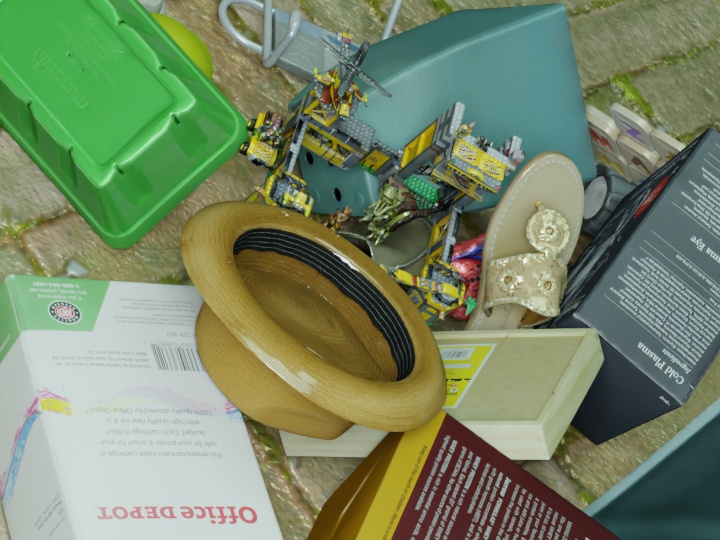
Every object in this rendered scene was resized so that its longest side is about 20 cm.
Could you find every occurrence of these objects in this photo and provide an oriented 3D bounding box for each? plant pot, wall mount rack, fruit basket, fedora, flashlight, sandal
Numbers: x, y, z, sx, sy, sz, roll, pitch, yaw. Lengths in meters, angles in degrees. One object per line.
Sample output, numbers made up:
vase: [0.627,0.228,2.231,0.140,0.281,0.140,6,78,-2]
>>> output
plant pot: [0.314,0.211,1.493,0.199,0.196,0.197,4,50,-49]
wall mount rack: [-0.016,-0.217,1.717,0.199,0.075,0.174,22,42,-22]
plant pot: [0.055,-0.112,1.592,0.199,0.141,0.142,-21,105,-33]
fruit basket: [-0.180,-0.131,1.482,0.216,0.155,0.216,48,-4,4]
fedora: [-0.041,0.045,1.309,0.200,0.082,0.201,27,31,-18]
flashlight: [0.274,-0.034,1.791,0.199,0.068,0.068,19,87,-29]
sandal: [0.119,0.024,1.478,0.077,0.213,0.070,13,23,-31]

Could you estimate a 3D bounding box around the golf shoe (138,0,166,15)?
golf shoe: [-0.197,-0.273,1.603,0.075,0.092,0.201,-15,60,-21]

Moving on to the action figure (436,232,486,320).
action figure: [0.123,-0.007,1.573,0.200,0.098,0.066,-24,101,-61]

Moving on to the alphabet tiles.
alphabet tiles: [0.259,-0.061,1.630,0.200,0.015,0.196,36,-6,26]

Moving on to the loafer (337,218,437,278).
loafer: [0.000,0.000,1.508,0.075,0.069,0.200,10,30,28]

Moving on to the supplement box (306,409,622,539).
supplement box: [0.059,0.231,1.300,0.199,0.133,0.198,35,39,-6]

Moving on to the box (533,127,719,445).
box: [0.217,0.017,1.532,0.104,0.200,0.182,38,72,-1]

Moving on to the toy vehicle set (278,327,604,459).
toy vehicle set: [0.056,0.084,1.412,0.124,0.199,0.027,-50,131,-51]

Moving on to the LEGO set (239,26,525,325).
LEGO set: [0.024,-0.063,1.428,0.200,0.116,0.154,36,51,-14]

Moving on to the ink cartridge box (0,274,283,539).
ink cartridge box: [-0.151,0.109,1.284,0.145,0.088,0.201,4,49,-36]
